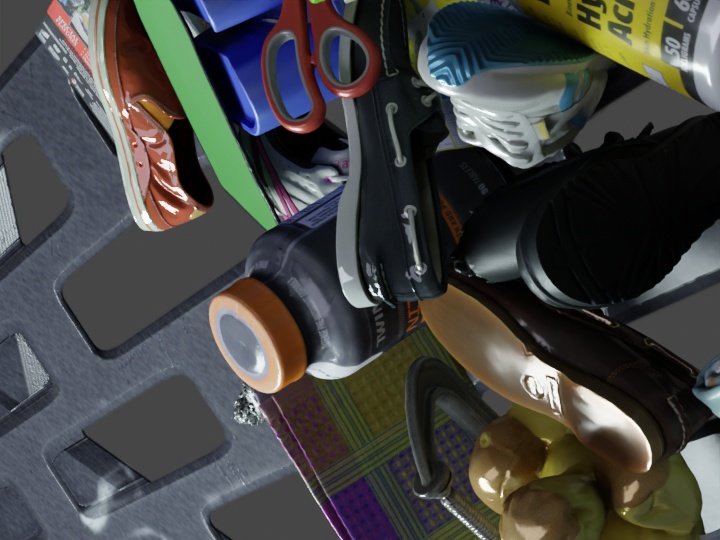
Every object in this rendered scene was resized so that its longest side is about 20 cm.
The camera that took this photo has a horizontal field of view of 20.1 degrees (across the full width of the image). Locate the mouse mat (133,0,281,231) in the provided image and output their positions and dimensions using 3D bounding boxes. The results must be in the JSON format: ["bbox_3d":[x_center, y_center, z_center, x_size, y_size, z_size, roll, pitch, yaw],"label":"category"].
[{"bbox_3d":[-0.109,-0.117,1.372,0.161,0.008,0.200,42,158,61],"label":"mouse mat"}]

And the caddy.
[{"bbox_3d":[-0.060,-0.172,1.303,0.142,0.105,0.200,65,169,-21],"label":"caddy"}]

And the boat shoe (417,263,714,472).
[{"bbox_3d":[0.122,0.049,1.217,0.200,0.070,0.070,35,147,33],"label":"boat shoe"}]

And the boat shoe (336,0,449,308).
[{"bbox_3d":[0.024,-0.077,1.199,0.060,0.076,0.200,-4,83,20],"label":"boat shoe"}]

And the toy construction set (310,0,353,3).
[{"bbox_3d":[-0.013,-0.235,1.133,0.131,0.092,0.200,90,173,-70],"label":"toy construction set"}]

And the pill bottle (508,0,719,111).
[{"bbox_3d":[0.139,-0.166,1.050,0.200,0.111,0.111,32,141,34],"label":"pill bottle"}]

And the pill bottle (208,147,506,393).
[{"bbox_3d":[0.000,0.000,1.298,0.106,0.200,0.106,37,145,32],"label":"pill bottle"}]

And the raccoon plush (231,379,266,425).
[{"bbox_3d":[0.006,0.104,1.447,0.200,0.134,0.097,41,144,23],"label":"raccoon plush"}]

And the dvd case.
[{"bbox_3d":[-0.174,-0.173,1.549,0.146,0.022,0.200,53,149,4],"label":"dvd case"}]

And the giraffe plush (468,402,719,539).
[{"bbox_3d":[0.137,0.131,1.289,0.162,0.200,0.173,52,141,41],"label":"giraffe plush"}]

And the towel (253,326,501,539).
[{"bbox_3d":[0.030,0.131,1.417,0.200,0.144,0.023,59,160,-3],"label":"towel"}]

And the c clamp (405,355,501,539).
[{"bbox_3d":[0.088,0.156,1.360,0.027,0.171,0.200,-25,124,29],"label":"c clamp"}]

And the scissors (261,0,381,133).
[{"bbox_3d":[-0.040,-0.177,1.199,0.073,0.014,0.200,-23,70,21],"label":"scissors"}]

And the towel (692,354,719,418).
[{"bbox_3d":[0.293,0.089,1.087,0.171,0.048,0.200,42,153,-9],"label":"towel"}]

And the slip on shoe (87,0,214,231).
[{"bbox_3d":[-0.153,-0.125,1.494,0.061,0.074,0.200,-7,111,17],"label":"slip on shoe"}]

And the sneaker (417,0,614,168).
[{"bbox_3d":[0.084,-0.096,1.100,0.076,0.200,0.081,30,106,21],"label":"sneaker"}]

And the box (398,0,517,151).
[{"bbox_3d":[0.046,-0.173,1.231,0.117,0.048,0.200,-2,119,54],"label":"box"}]

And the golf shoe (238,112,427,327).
[{"bbox_3d":[-0.015,-0.043,1.400,0.200,0.073,0.092,47,150,13],"label":"golf shoe"}]

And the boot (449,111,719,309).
[{"bbox_3d":[0.114,-0.025,1.140,0.162,0.198,0.073,-15,103,50],"label":"boot"}]
